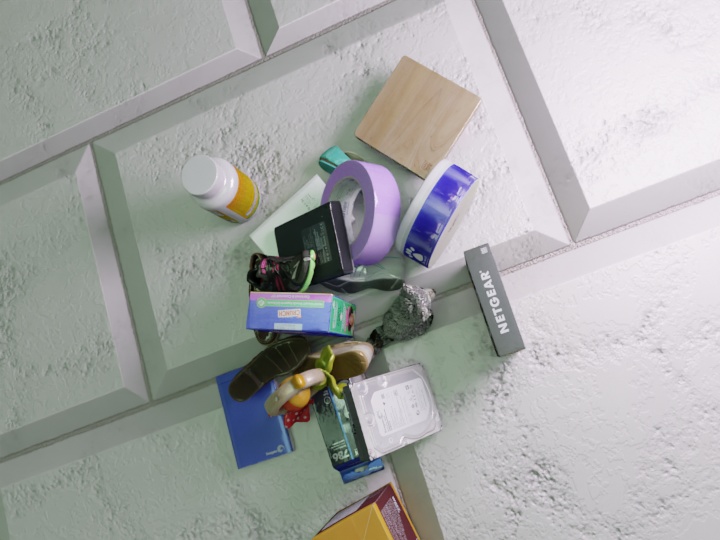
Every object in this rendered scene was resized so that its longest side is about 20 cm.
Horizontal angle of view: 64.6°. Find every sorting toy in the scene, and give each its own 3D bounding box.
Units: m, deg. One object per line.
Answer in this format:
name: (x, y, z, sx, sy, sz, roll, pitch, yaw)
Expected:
sorting toy: (0.123, -0.315, 1.215, 0.197, 0.070, 0.202, 34, 91, 15)

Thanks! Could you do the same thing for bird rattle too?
bird rattle: (-0.123, 0.233, 1.106, 0.199, 0.162, 0.114, -33, 71, 23)

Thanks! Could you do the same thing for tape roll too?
tape roll: (-0.006, -0.112, 1.131, 0.199, 0.065, 0.204, -8, 80, 54)

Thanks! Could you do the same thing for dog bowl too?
dog bowl: (0.150, -0.109, 1.113, 0.078, 0.200, 0.202, 31, 89, 13)

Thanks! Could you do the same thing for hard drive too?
hard drive: (-0.099, -0.044, 1.145, 0.198, 0.033, 0.142, -17, 84, 46)
hard drive: (0.064, 0.266, 1.093, 0.038, 0.197, 0.142, -30, 72, 48)
hard drive: (-0.126, -0.092, 1.244, 0.200, 0.027, 0.132, -42, 86, -2)
hard drive: (-0.229, 0.308, 1.230, 0.130, 0.025, 0.203, -20, 78, 9)

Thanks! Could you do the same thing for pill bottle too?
pill bottle: (-0.300, -0.176, 1.224, 0.109, 0.200, 0.113, -2, 82, 12)

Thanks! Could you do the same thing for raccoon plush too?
raccoon plush: (0.076, 0.111, 1.132, 0.096, 0.134, 0.201, 35, 91, 14)

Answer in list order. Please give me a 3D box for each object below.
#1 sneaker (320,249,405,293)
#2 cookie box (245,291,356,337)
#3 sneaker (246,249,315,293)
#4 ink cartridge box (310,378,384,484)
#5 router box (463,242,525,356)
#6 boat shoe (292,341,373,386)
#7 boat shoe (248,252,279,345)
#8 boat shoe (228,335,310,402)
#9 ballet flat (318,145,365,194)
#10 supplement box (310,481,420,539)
sneaker: (0.000, 0.000, 1.208, 0.196, 0.071, 0.082, -2, 62, 13)
cookie box: (-0.112, 0.091, 1.144, 0.168, 0.200, 0.077, 2, 82, 13)
sneaker: (-0.159, 0.006, 1.122, 0.198, 0.083, 0.078, -23, 55, 44)
ink cartridge box: (-0.029, 0.330, 1.176, 0.098, 0.039, 0.203, -23, 78, 8)
router box: (0.254, 0.061, 1.088, 0.051, 0.157, 0.203, -19, 79, 9)
boat shoe: (-0.056, 0.191, 1.184, 0.197, 0.069, 0.075, -14, 104, 32)
boat shoe: (-0.216, 0.061, 1.237, 0.071, 0.072, 0.204, -3, 81, 12)
boat shoe: (-0.189, 0.192, 1.185, 0.198, 0.068, 0.073, -32, 99, 7)
ballet flat: (0.001, -0.210, 1.233, 0.199, 0.067, 0.071, 36, 77, 13)
supplement box: (0.033, 0.532, 1.049, 0.131, 0.200, 0.199, -30, 77, 7)
